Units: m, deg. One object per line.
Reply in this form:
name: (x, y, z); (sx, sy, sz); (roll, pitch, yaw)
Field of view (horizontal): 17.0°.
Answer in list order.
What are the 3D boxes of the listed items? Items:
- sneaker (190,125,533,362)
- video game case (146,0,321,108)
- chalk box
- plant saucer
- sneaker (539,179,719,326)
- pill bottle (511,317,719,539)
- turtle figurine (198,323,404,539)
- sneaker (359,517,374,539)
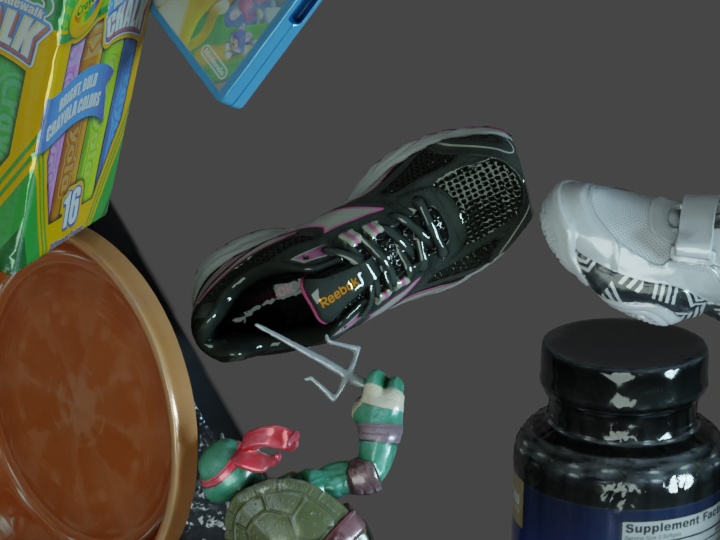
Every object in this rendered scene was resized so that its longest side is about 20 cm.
sneaker: (0.000, 0.000, 1.235); (0.199, 0.086, 0.081); (-30, 102, 15)
video game case: (-0.038, -0.198, 1.169); (0.200, 0.018, 0.143); (-52, 49, 18)
chalk box: (-0.179, -0.121, 1.158); (0.124, 0.124, 0.201); (17, 109, 11)
plant saucer: (-0.153, 0.071, 1.261); (0.200, 0.032, 0.201); (14, 110, 42)
sneaker: (0.196, -0.022, 1.196); (0.199, 0.075, 0.115); (24, 125, -4)
pill bottle: (0.133, 0.132, 1.244); (0.111, 0.112, 0.201); (2, 107, 7)
turtle figurine: (-0.021, 0.134, 1.215); (0.200, 0.101, 0.150); (46, 123, -7)
sneaker: (-0.031, 0.176, 1.308); (0.199, 0.078, 0.100); (13, 100, -4)
